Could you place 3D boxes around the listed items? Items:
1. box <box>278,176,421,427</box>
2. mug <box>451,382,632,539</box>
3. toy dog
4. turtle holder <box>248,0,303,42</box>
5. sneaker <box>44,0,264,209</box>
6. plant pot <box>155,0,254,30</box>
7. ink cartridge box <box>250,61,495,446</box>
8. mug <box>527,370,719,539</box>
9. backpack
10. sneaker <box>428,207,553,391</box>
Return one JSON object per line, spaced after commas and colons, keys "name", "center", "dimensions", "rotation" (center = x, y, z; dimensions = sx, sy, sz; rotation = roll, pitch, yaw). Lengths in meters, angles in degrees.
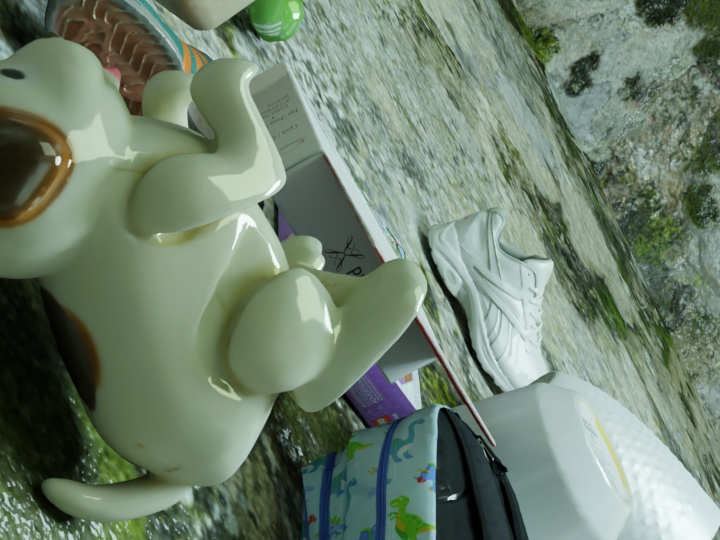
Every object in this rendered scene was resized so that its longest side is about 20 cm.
{"name": "box", "center": [-0.010, 0.004, 1.159], "dimensions": [0.137, 0.039, 0.200], "rotation": [55, 18, -32]}
{"name": "mug", "center": [0.094, 0.142, 1.068], "dimensions": [0.150, 0.153, 0.187], "rotation": [60, 16, -13]}
{"name": "toy dog", "center": [-0.108, -0.012, 0.692], "dimensions": [0.200, 0.194, 0.140], "rotation": [46, -6, -26]}
{"name": "turtle holder", "center": [-0.063, -0.281, 1.249], "dimensions": [0.186, 0.141, 0.132], "rotation": [58, 15, -17]}
{"name": "sneaker", "center": [-0.121, -0.106, 0.926], "dimensions": [0.200, 0.071, 0.080], "rotation": [57, 13, -46]}
{"name": "plant pot", "center": [-0.100, -0.266, 0.941], "dimensions": [0.200, 0.200, 0.177], "rotation": [38, -22, 34]}
{"name": "ink cartridge box", "center": [0.000, 0.000, 0.948], "dimensions": [0.200, 0.045, 0.176], "rotation": [59, 5, -44]}
{"name": "mug", "center": [0.175, 0.183, 1.289], "dimensions": [0.175, 0.148, 0.200], "rotation": [50, 24, -1]}
{"name": "backpack", "center": [0.035, 0.169, 0.890], "dimensions": [0.163, 0.154, 0.200], "rotation": [46, 41, -39]}
{"name": "sneaker", "center": [0.144, 0.032, 1.508], "dimensions": [0.200, 0.099, 0.078], "rotation": [63, 15, -4]}
